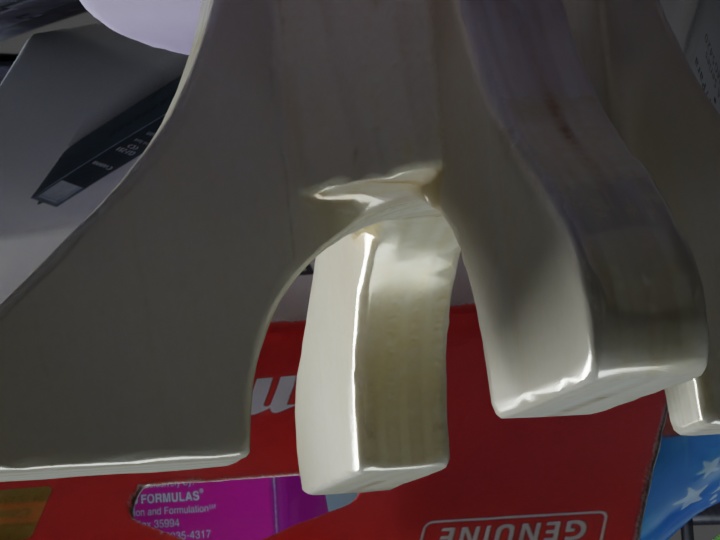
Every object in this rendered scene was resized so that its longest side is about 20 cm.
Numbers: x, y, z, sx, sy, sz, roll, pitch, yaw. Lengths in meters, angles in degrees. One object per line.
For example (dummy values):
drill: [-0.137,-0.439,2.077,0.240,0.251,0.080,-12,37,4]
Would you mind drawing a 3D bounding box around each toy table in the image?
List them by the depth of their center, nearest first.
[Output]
toy table: [0.015,-0.024,0.475,0.184,0.117,0.200,-4,171,-4]

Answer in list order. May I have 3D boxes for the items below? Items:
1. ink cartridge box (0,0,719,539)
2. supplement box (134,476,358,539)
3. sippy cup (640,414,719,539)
ink cartridge box: [-0.017,-0.002,0.611,0.200,0.045,0.176,-6,-141,25]
supplement box: [-0.046,0.043,0.864,0.103,0.200,0.101,-5,175,28]
sippy cup: [0.079,0.004,0.682,0.130,0.178,0.140,-30,167,12]
